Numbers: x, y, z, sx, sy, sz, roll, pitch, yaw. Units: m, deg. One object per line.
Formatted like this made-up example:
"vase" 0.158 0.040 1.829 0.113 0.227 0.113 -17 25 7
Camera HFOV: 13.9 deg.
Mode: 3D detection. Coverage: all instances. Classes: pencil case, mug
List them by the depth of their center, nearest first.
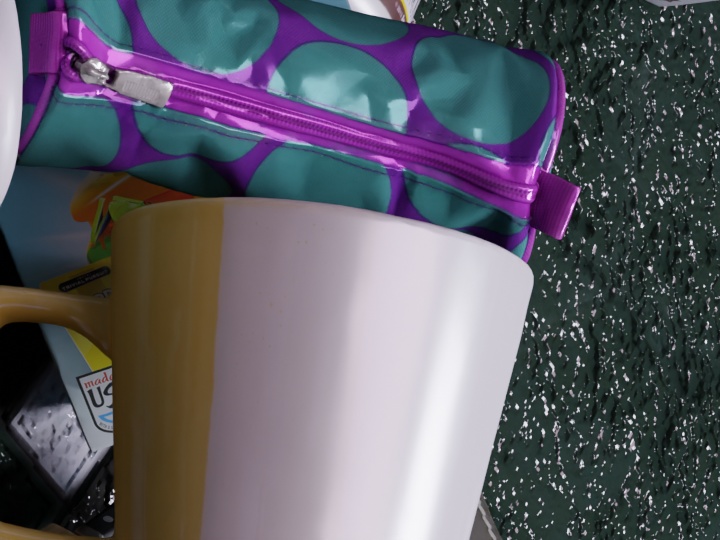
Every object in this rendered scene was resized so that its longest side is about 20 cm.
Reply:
"pencil case" -0.028 -0.056 1.029 0.199 0.092 0.086 12 101 -16
"mug" -0.036 0.067 1.032 0.149 0.186 0.154 20 72 -51

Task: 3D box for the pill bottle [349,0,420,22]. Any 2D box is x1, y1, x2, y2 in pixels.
"pill bottle" -0.006 -0.178 1.210 0.109 0.109 0.201 42 58 -36

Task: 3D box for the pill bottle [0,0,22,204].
"pill bottle" -0.217 -0.061 0.949 0.199 0.109 0.109 0 88 -25

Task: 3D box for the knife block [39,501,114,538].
"knife block" -0.108 0.132 1.064 0.176 0.064 0.200 -60 157 -14

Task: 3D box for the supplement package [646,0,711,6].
"supplement package" 0.138 -0.198 1.330 0.199 0.155 0.112 11 80 -46

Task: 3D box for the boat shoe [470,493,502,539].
"boat shoe" 0.066 0.166 1.256 0.060 0.072 0.203 -16 74 -13

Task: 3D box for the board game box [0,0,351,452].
"board game box" -0.066 -0.048 1.103 0.150 0.047 0.201 -20 115 0
